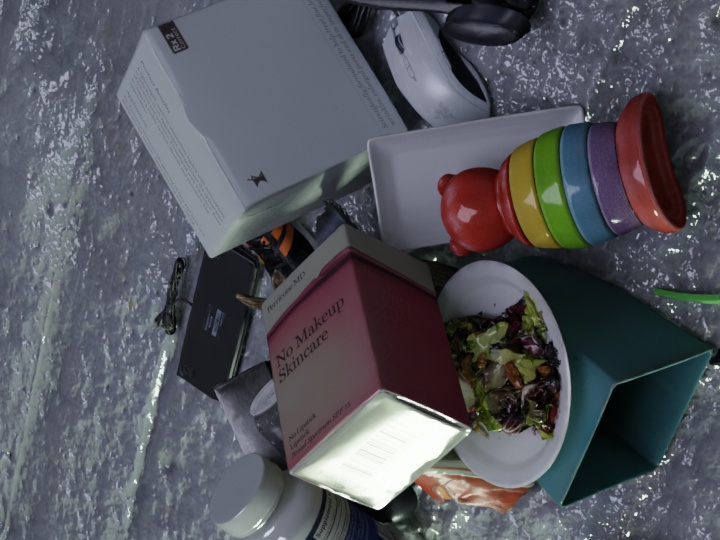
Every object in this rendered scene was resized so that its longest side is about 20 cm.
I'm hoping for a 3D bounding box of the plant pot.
[{"bbox_3d":[0.181,0.082,1.486,0.200,0.141,0.142,42,129,33],"label":"plant pot"}]

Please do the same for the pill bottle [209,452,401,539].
[{"bbox_3d":[-0.054,0.272,1.671,0.200,0.111,0.111,39,141,-26],"label":"pill bottle"}]

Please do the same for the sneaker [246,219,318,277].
[{"bbox_3d":[-0.108,-0.041,1.733,0.070,0.090,0.201,-25,87,44],"label":"sneaker"}]

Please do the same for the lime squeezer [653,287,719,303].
[{"bbox_3d":[0.328,0.002,1.390,0.200,0.038,0.071,-40,77,43],"label":"lime squeezer"}]

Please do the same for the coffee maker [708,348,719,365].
[{"bbox_3d":[0.351,-0.029,1.271,0.191,0.135,0.201,-8,89,19],"label":"coffee maker"}]

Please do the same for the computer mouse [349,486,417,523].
[{"bbox_3d":[-0.039,0.234,1.738,0.199,0.034,0.059,5,103,5],"label":"computer mouse"}]

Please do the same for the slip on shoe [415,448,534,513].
[{"bbox_3d":[0.072,0.186,1.527,0.061,0.199,0.074,-64,28,19],"label":"slip on shoe"}]

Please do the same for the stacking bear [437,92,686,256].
[{"bbox_3d":[0.164,-0.068,1.420,0.199,0.114,0.122,-14,96,24],"label":"stacking bear"}]

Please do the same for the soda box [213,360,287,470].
[{"bbox_3d":[-0.085,0.202,1.799,0.071,0.063,0.201,-27,86,8],"label":"soda box"}]

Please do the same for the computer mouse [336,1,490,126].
[{"bbox_3d":[0.051,-0.208,1.564,0.200,0.044,0.110,54,131,14],"label":"computer mouse"}]

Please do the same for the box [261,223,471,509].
[{"bbox_3d":[0.001,0.083,1.430,0.128,0.109,0.201,-44,38,27],"label":"box"}]

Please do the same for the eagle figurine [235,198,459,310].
[{"bbox_3d":[0.003,0.007,1.606,0.200,0.151,0.151,-37,80,43],"label":"eagle figurine"}]

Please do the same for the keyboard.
[{"bbox_3d":[-0.178,0.045,1.876,0.127,0.021,0.201,31,123,24],"label":"keyboard"}]

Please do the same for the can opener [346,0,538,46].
[{"bbox_3d":[0.070,-0.256,1.493,0.199,0.079,0.064,18,121,25],"label":"can opener"}]

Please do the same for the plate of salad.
[{"bbox_3d":[0.110,0.092,1.434,0.200,0.048,0.201,12,104,55],"label":"plate of salad"}]

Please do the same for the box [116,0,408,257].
[{"bbox_3d":[-0.098,-0.153,1.594,0.200,0.199,0.131,59,152,9],"label":"box"}]

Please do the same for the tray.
[{"bbox_3d":[0.110,-0.085,1.492,0.199,0.022,0.108,-9,101,-2],"label":"tray"}]
